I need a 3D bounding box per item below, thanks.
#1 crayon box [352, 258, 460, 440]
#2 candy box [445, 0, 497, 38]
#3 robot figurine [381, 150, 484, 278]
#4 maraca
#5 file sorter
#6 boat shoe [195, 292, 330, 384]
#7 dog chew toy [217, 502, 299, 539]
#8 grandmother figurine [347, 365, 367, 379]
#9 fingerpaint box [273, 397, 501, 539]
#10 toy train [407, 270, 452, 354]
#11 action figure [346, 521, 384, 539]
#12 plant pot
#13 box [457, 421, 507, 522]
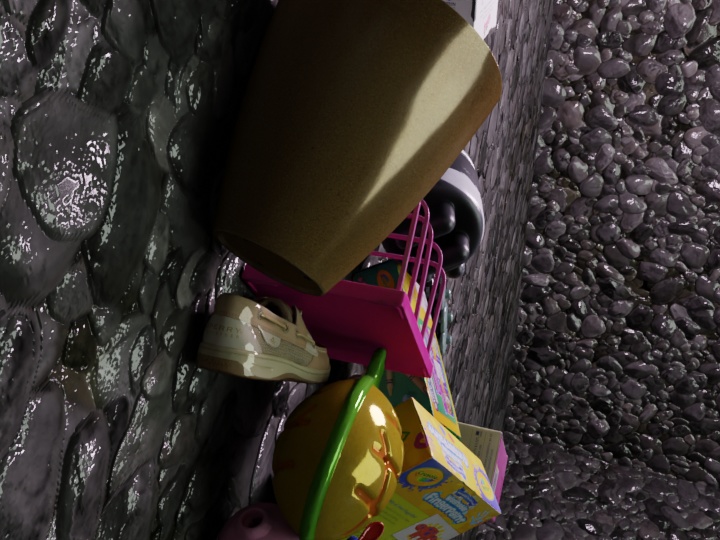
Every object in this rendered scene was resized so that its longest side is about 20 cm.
[{"bbox_3d":[0.055,0.101,1.029,0.119,0.058,0.201,44,30,-60],"label":"crayon box"},{"bbox_3d":[0.140,-0.409,1.159,0.168,0.071,0.201,-55,151,-56],"label":"candy box"},{"bbox_3d":[0.080,-0.075,1.026,0.201,0.124,0.151,-85,-171,-56],"label":"robot figurine"},{"bbox_3d":[-0.013,0.149,0.750,0.200,0.106,0.138,-57,167,-61],"label":"maraca"},{"bbox_3d":[0.000,0.000,0.803,0.200,0.138,0.126,65,37,-64],"label":"file sorter"},{"bbox_3d":[-0.068,0.056,0.721,0.200,0.071,0.065,27,72,-74],"label":"boat shoe"},{"bbox_3d":[-0.074,0.286,0.774,0.125,0.124,0.201,-60,147,-50],"label":"dog chew toy"},{"bbox_3d":[-0.020,0.167,0.994,0.200,0.060,0.122,-31,136,-66],"label":"grandmother figurine"},{"bbox_3d":[0.033,0.232,0.913,0.200,0.166,0.074,46,19,-49],"label":"fingerpaint box"},{"bbox_3d":[0.096,0.040,1.287,0.201,0.084,0.115,83,14,-48],"label":"toy train"},{"bbox_3d":[-0.002,0.267,0.806,0.052,0.065,0.200,-40,175,-25],"label":"action figure"},{"bbox_3d":[-0.020,-0.090,0.647,0.201,0.185,0.187,-62,160,-14],"label":"plant pot"},{"bbox_3d":[0.086,0.255,1.155,0.176,0.198,0.097,63,41,-66],"label":"box"}]
